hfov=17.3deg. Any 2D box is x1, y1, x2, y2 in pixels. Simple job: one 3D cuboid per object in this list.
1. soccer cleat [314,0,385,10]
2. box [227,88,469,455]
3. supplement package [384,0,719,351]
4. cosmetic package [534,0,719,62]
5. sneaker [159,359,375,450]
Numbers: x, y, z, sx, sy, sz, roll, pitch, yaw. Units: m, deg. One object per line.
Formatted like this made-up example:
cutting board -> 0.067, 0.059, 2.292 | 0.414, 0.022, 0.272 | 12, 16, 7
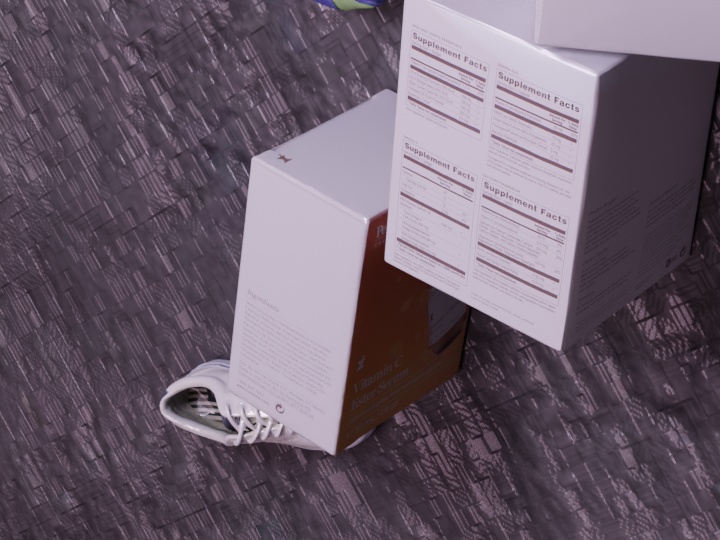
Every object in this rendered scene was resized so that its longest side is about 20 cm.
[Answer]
soccer cleat -> -0.007, -0.272, 1.598 | 0.083, 0.065, 0.202 | 20, 123, 33
box -> 0.000, 0.000, 1.674 | 0.106, 0.152, 0.201 | 29, 130, 29
supplement package -> 0.123, -0.090, 1.510 | 0.150, 0.151, 0.201 | 27, 130, 30
cosmetic package -> 0.203, -0.186, 1.377 | 0.198, 0.081, 0.114 | 8, 121, 5
sneaker -> -0.075, 0.114, 1.863 | 0.199, 0.071, 0.074 | 1, 112, 42
